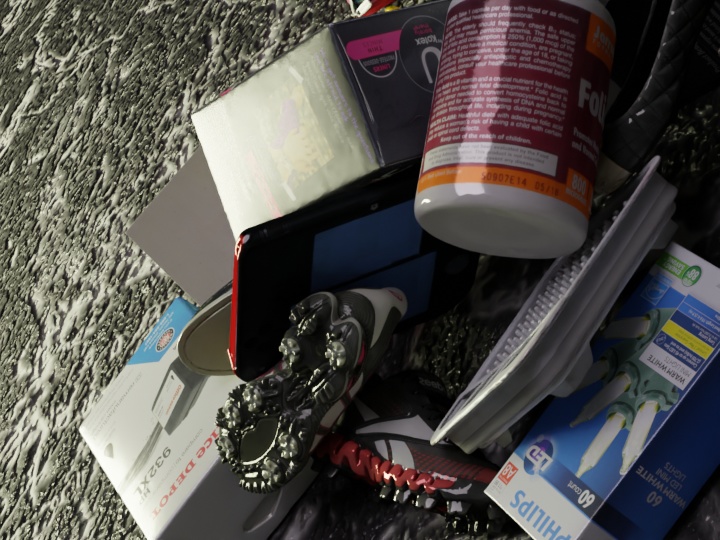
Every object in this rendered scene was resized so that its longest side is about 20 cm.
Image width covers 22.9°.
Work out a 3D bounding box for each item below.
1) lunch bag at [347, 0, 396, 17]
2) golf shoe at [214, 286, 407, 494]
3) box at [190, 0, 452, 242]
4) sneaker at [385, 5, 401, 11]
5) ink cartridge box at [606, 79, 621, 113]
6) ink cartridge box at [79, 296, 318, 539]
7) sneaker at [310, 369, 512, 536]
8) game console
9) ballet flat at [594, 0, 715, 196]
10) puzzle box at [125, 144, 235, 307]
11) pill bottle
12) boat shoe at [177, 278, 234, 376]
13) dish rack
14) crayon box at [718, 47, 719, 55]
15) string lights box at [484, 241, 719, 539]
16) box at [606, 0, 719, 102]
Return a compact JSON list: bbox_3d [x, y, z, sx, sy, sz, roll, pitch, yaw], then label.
[{"bbox_3d":[0.033,-0.306,1.568,0.176,0.082,0.201,-36,17,23],"label":"lunch bag"},{"bbox_3d":[-0.033,0.087,1.258,0.077,0.088,0.200,52,131,15],"label":"golf shoe"},{"bbox_3d":[-0.013,-0.106,1.267,0.199,0.121,0.107,-23,87,52],"label":"box"},{"bbox_3d":[-0.018,-0.148,1.539,0.200,0.077,0.073,-48,34,10],"label":"sneaker"},{"bbox_3d":[0.134,-0.218,1.349,0.085,0.147,0.202,-26,43,34],"label":"ink cartridge box"},{"bbox_3d":[-0.127,0.133,1.417,0.146,0.084,0.200,-52,34,2],"label":"ink cartridge box"},{"bbox_3d":[0.045,0.120,1.230,0.200,0.071,0.099,13,73,56],"label":"sneaker"},{"bbox_3d":[0.000,0.000,1.253,0.198,0.178,0.031,-21,62,-20],"label":"game console"},{"bbox_3d":[0.187,-0.145,1.155,0.067,0.056,0.202,-116,45,-71],"label":"ballet flat"},{"bbox_3d":[-0.070,-0.010,1.395,0.133,0.200,0.025,-46,-2,9],"label":"puzzle box"},{"bbox_3d":[0.105,-0.119,1.155,0.114,0.114,0.202,-6,68,48],"label":"pill bottle"},{"bbox_3d":[-0.052,0.008,1.349,0.198,0.075,0.066,-34,30,9],"label":"boat shoe"},{"bbox_3d":[0.132,0.031,1.148,0.201,0.043,0.172,-53,0,-31],"label":"dish rack"},{"bbox_3d":[0.314,-0.188,1.122,0.051,0.125,0.201,7,67,52],"label":"crayon box"},{"bbox_3d":[0.176,0.092,1.102,0.201,0.059,0.103,-53,31,1],"label":"string lights box"},{"bbox_3d":[0.245,-0.253,1.265,0.196,0.124,0.202,-28,42,31],"label":"box"}]
